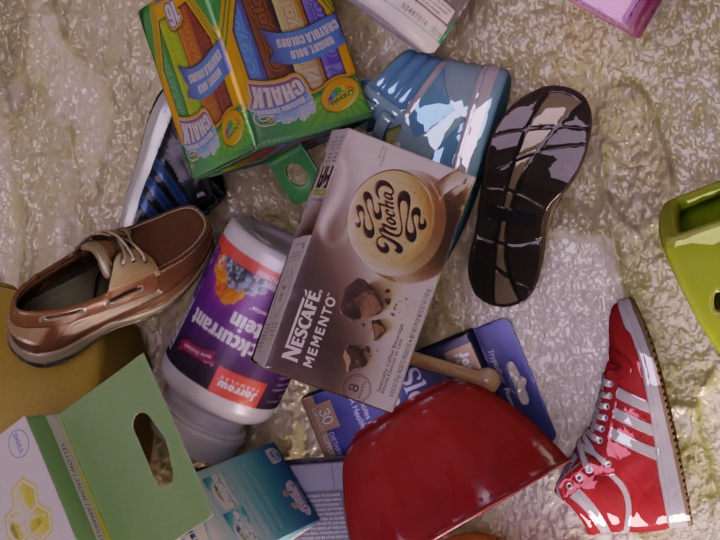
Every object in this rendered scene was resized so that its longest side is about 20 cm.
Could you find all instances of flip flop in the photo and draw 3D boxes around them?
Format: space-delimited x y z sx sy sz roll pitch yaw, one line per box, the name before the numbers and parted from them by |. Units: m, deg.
flip flop | 0.142 -0.065 1.382 0.081 0.058 0.201 15 113 8

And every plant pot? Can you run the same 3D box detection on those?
plant pot | -0.288 0.123 1.438 0.194 0.194 0.201 14 85 13
plant pot | 0.357 0.011 1.264 0.199 0.199 0.182 -20 96 14

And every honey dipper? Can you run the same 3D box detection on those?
honey dipper | 0.026 0.069 1.368 0.199 0.038 0.038 17 99 -15

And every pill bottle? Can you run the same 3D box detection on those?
pill bottle | 0.070 -0.291 1.342 0.113 0.113 0.200 36 95 9
pill bottle | -0.107 0.064 1.421 0.111 0.111 0.201 28 101 10

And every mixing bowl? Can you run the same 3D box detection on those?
mixing bowl | 0.060 0.160 1.322 0.200 0.200 0.109 -34 79 14

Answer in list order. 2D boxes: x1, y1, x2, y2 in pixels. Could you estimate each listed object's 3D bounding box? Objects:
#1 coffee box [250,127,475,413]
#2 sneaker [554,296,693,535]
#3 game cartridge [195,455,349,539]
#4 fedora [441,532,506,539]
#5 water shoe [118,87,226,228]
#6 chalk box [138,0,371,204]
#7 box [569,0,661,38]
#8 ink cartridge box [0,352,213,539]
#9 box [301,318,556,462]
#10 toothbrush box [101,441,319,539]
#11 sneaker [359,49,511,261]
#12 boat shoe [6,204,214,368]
coffee box | 0.000 0.000 1.295 0.113 0.080 0.201 21 88 -12
sneaker | 0.207 0.129 1.369 0.112 0.071 0.201 -12 94 11
game cartridge | -0.059 0.236 1.444 0.199 0.040 0.134 -7 90 28
fedora | 0.097 0.281 1.386 0.200 0.201 0.082 -32 47 14
water shoe | -0.163 -0.066 1.446 0.078 0.071 0.201 15 99 10
chalk box | -0.084 -0.153 1.368 0.125 0.124 0.201 -20 88 57
box | 0.216 -0.286 1.266 0.096 0.200 0.177 31 100 10
ink cartridge box | -0.221 0.175 1.258 0.200 0.048 0.146 -36 70 29
box | 0.060 0.131 1.427 0.199 0.032 0.122 -23 89 14
toothbrush box | -0.150 0.233 1.359 0.146 0.200 0.086 -37 80 27
sneaker | 0.040 -0.095 1.391 0.130 0.080 0.201 20 90 10
boat shoe | -0.208 0.005 1.357 0.200 0.074 0.076 -37 62 -25
